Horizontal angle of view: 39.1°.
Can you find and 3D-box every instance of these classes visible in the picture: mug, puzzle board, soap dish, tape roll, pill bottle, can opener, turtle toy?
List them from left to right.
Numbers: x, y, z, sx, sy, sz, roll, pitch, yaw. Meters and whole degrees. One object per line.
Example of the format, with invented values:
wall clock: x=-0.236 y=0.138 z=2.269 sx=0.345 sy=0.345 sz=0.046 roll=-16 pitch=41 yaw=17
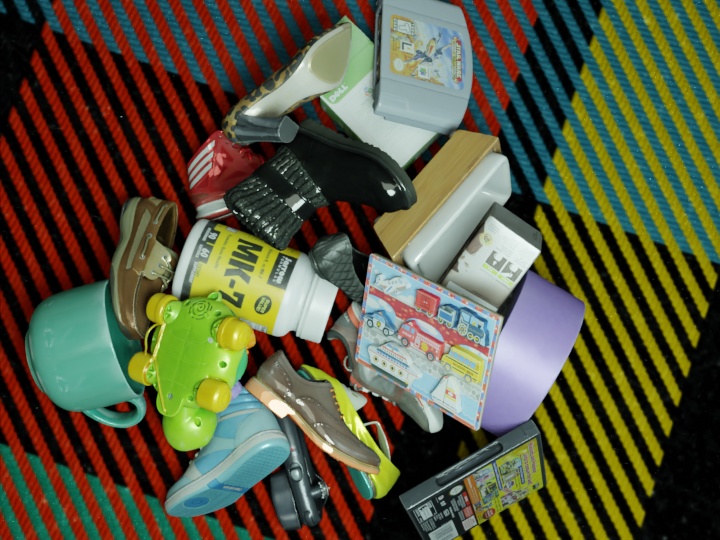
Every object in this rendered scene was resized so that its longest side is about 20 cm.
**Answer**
mug: x=-0.345 y=0.114 z=1.269 sx=0.114 sy=0.152 sz=0.186 roll=-14 pitch=85 yaw=0
turtle toy: x=-0.200 y=0.123 z=1.239 sx=0.145 sy=0.101 sz=0.201 roll=17 pitch=90 yaw=26
pill bottle: x=-0.131 y=0.017 z=1.304 sx=0.199 sy=0.114 sz=0.115 roll=18 pitch=85 yaw=0
can opener: x=-0.089 y=0.234 z=1.310 sx=0.078 sy=0.063 sz=0.201 roll=-11 pitch=86 yaw=-2
puzzle board: x=0.073 y=0.084 z=1.208 sx=0.199 sy=0.017 sz=0.152 roll=27 pitch=120 yaw=36
soap dish: x=0.105 y=-0.077 z=1.305 sx=0.081 sy=0.157 sz=0.200 roll=40 pitch=85 yaw=19
tape roll: x=0.192 y=0.104 z=1.262 sx=0.085 sy=0.200 sz=0.201 roll=29 pitch=85 yaw=1

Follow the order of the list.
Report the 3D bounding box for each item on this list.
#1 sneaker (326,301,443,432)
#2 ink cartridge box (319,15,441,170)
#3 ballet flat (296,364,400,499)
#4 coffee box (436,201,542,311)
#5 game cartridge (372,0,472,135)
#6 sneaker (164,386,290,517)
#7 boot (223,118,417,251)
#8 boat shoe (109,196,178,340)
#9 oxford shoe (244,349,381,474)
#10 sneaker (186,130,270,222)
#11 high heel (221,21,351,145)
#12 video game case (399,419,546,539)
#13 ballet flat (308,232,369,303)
sneaker: x=0.030 y=0.138 z=1.328 sx=0.082 sy=0.077 sz=0.200 roll=-39 pitch=80 yaw=12
ink cartridge box: x=0.013 y=-0.229 z=1.357 sx=0.104 sy=0.059 sz=0.200 roll=-44 pitch=87 yaw=-5
ballet flat: x=-0.011 y=0.201 z=1.323 sx=0.067 sy=0.067 sz=0.201 roll=-29 pitch=89 yaw=-25
coffee box: x=0.140 y=0.022 z=1.280 sx=0.080 sy=0.113 sz=0.201 roll=34 pitch=106 yaw=2
game cartridge: x=0.083 y=-0.278 z=1.332 sx=0.132 sy=0.042 sz=0.201 roll=9 pitch=63 yaw=-14
sneaker: x=-0.183 y=0.225 z=1.310 sx=0.200 sy=0.079 sz=0.131 roll=-35 pitch=54 yaw=18
boot: x=-0.050 y=-0.086 z=1.231 sx=0.211 sy=0.080 sz=0.158 roll=28 pitch=65 yaw=35
boat shoe: x=-0.270 y=-0.011 z=1.290 sx=0.073 sy=0.076 sz=0.201 roll=-6 pitch=62 yaw=8
oxford shoe: x=-0.045 y=0.178 z=1.251 sx=0.200 sy=0.071 sz=0.073 roll=39 pitch=81 yaw=-8
sneaker: x=-0.137 y=-0.144 z=1.337 sx=0.199 sy=0.078 sz=0.116 roll=-18 pitch=87 yaw=-4
high heel: x=-0.099 y=-0.247 z=1.309 sx=0.071 sy=0.142 sz=0.201 roll=48 pitch=64 yaw=-38
video game case: x=0.145 y=0.271 z=1.253 sx=0.180 sy=0.200 sz=0.026 roll=-29 pitch=59 yaw=-4
ballet flat: x=0.000 y=0.000 z=1.271 sx=0.057 sy=0.200 sz=0.067 roll=-22 pitch=71 yaw=18
